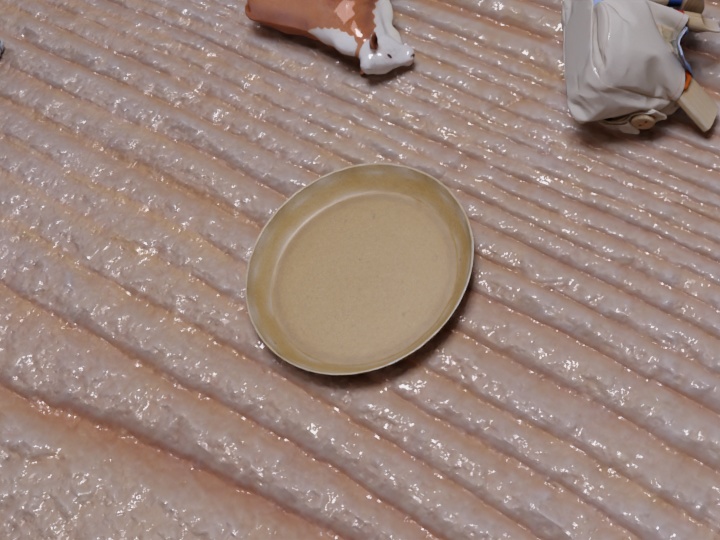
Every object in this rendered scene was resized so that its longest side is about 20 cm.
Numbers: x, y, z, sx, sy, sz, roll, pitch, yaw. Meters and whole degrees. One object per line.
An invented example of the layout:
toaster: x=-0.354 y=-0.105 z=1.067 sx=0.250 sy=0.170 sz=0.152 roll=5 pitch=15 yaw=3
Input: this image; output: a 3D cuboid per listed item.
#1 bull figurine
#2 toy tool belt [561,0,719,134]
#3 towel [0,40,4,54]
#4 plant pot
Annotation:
bull figurine: x=-0.021 y=-0.259 z=1.042 sx=0.198 sy=0.065 sz=0.122 roll=24 pitch=66 yaw=27
toy tool belt: x=0.236 y=-0.210 z=0.904 sx=0.121 sy=0.125 sz=0.202 roll=9 pitch=62 yaw=-12
towel: x=-0.509 y=-0.204 z=1.169 sx=0.198 sy=0.086 sz=0.167 roll=4 pitch=62 yaw=21
plant pot: x=0.000 y=0.000 z=0.900 sx=0.198 sy=0.028 sz=0.202 roll=-9 pitch=58 yaw=15
